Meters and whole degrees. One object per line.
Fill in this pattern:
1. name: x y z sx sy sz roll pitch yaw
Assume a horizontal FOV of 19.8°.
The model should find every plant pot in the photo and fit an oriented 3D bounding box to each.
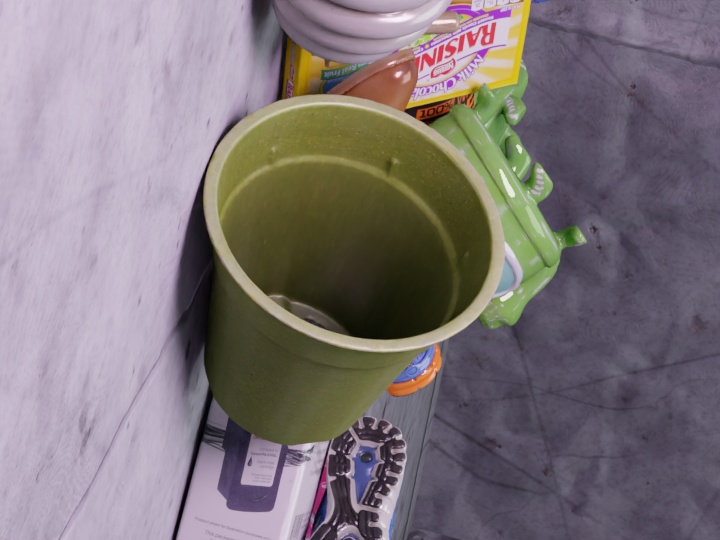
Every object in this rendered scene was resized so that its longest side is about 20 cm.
1. plant pot: -0.028 0.020 1.383 0.190 0.199 0.201 116 -5 -50

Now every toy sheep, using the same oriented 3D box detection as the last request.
1. toy sheep: 0.006 -0.203 1.310 0.200 0.137 0.138 106 2 -53

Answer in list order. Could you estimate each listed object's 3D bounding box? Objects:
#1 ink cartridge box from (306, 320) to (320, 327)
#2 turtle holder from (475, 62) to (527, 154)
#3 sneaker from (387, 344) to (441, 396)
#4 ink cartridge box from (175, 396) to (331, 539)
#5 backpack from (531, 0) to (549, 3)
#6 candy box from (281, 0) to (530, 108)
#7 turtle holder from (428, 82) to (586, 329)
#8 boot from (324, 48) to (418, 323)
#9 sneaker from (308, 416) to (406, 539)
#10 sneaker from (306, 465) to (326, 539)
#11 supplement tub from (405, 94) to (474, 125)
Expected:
1. ink cartridge box: -0.012 0.039 1.744 0.050 0.109 0.201 -51 161 -33
2. turtle holder: 0.082 -0.144 1.931 0.186 0.131 0.141 -63 170 9
3. sneaker: 0.000 0.000 1.591 0.075 0.200 0.079 -31 148 -9
4. ink cartridge box: -0.074 0.146 1.576 0.145 0.084 0.201 30 74 -84
5. backpack: 0.141 -0.322 1.924 0.183 0.199 0.135 98 9 -49
6. candy box: 0.036 -0.165 1.518 0.026 0.199 0.103 50 -35 40
7. turtle holder: 0.084 -0.041 1.586 0.131 0.141 0.186 -33 163 3
8. boot: 0.020 -0.048 1.471 0.073 0.155 0.200 -19 156 -38
9. sneaker: -0.007 0.219 1.603 0.089 0.078 0.201 90 16 -61
10. sneaker: -0.055 0.154 1.832 0.088 0.081 0.201 121 -14 -59
11. supplement tub: 0.030 -0.147 1.638 0.123 0.122 0.201 -69 163 -48
